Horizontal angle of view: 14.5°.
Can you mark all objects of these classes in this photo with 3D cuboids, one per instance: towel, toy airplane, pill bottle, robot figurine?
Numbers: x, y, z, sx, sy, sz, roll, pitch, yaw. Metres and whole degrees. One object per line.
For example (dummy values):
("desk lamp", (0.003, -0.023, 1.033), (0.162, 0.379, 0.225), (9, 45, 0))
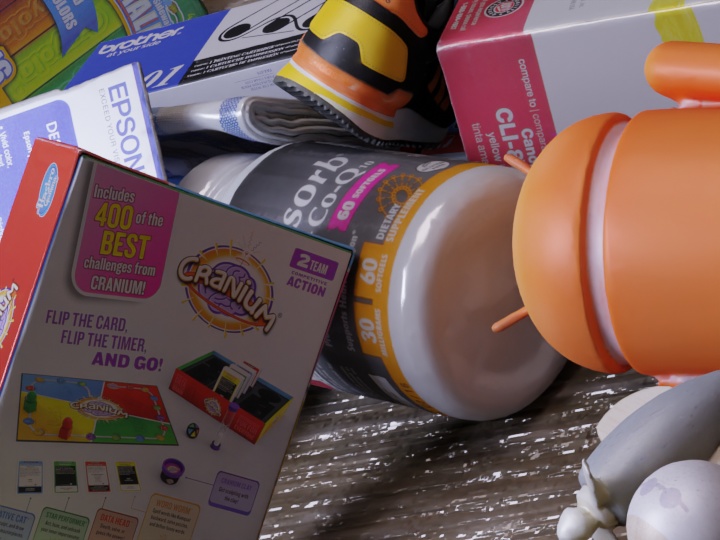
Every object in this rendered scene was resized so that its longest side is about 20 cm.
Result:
("towel", (-0.090, -0.066, 1.459), (0.200, 0.024, 0.147), (-5, -4, 35))
("toy airplane", (0.154, 0.095, 0.970), (0.200, 0.141, 0.199), (-30, 44, 39))
("pill bottle", (0.000, 0.000, 1.325), (0.200, 0.116, 0.116), (10, 49, 48))
("robot figurine", (0.151, -0.014, 1.195), (0.200, 0.144, 0.117), (0, 34, 24))

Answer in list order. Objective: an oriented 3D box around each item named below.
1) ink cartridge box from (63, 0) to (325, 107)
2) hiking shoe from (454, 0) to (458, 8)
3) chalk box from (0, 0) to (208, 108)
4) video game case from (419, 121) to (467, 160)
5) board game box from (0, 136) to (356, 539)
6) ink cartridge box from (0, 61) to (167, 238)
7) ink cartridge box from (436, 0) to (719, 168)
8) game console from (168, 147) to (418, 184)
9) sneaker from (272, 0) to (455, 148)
("ink cartridge box", (-0.069, -0.110, 1.577), (0.200, 0.044, 0.094), (-12, 27, 26))
("hiking shoe", (0.035, -0.179, 1.528), (0.087, 0.074, 0.200), (-11, 48, -35))
("chalk box", (-0.185, -0.184, 1.747), (0.200, 0.125, 0.124), (-39, 31, -11))
("video game case", (0.129, -0.120, 1.486), (0.143, 0.017, 0.200), (-3, 40, 38))
("board game box", (-0.099, 0.061, 1.205), (0.040, 0.153, 0.200), (17, 87, 53))
("ink cartridge box", (-0.165, 0.022, 1.388), (0.200, 0.198, 0.047), (-17, -11, 18))
("ink cartridge box", (0.152, -0.113, 1.340), (0.200, 0.083, 0.145), (-8, 24, 19))
("game console", (-0.064, -0.050, 1.538), (0.200, 0.031, 0.177), (0, 42, 40))
("sneaker", (0.024, -0.113, 1.373), (0.090, 0.070, 0.200), (-59, -9, 12))
